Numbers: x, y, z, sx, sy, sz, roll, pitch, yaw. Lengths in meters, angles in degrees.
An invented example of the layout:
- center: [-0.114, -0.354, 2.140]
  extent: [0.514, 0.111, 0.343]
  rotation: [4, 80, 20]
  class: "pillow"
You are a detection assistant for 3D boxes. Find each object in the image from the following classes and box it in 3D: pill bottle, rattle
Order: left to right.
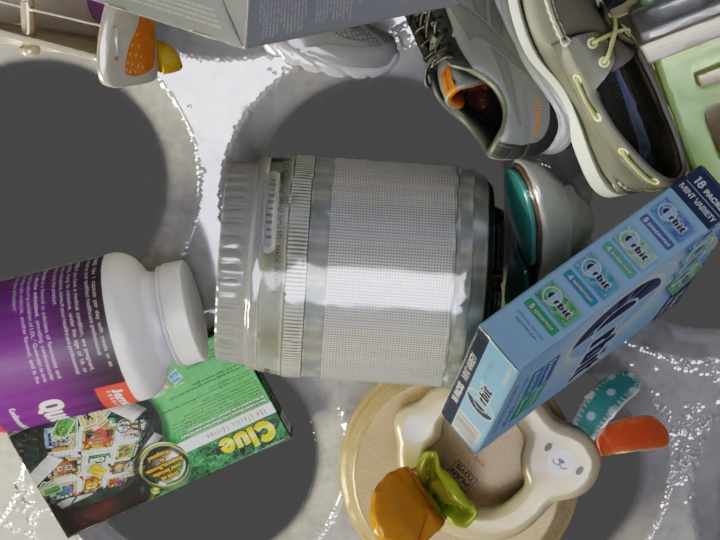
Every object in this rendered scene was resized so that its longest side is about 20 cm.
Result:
- center: [-0.218, 0.053, 1.559]
  extent: [0.199, 0.113, 0.113]
  rotation: [-13, 108, 5]
  class: "pill bottle"
- center: [0.116, 0.134, 1.509]
  extent: [0.199, 0.143, 0.131]
  rotation: [-5, 80, 14]
  class: "rattle"

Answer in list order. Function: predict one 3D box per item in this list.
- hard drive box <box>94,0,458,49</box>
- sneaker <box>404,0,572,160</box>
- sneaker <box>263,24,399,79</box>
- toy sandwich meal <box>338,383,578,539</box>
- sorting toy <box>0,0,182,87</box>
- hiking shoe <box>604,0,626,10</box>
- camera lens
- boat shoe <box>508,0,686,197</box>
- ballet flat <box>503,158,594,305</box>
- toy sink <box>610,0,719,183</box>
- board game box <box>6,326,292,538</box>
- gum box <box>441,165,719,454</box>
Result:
- center: [-0.055, -0.208, 1.346]
  extent: [0.156, 0.200, 0.077]
  rotation: [22, 117, 37]
  class: "hard drive box"
- center: [0.071, -0.159, 1.465]
  extent: [0.200, 0.079, 0.074]
  rotation: [54, 141, 20]
  class: "sneaker"
- center: [-0.057, -0.202, 1.490]
  extent: [0.200, 0.075, 0.082]
  rotation: [27, 109, -8]
  class: "sneaker"
- center: [0.077, 0.159, 1.620]
  extent: [0.204, 0.070, 0.206]
  rotation: [1, 99, 7]
  class: "toy sandwich meal"
- center: [-0.191, -0.231, 1.448]
  extent: [0.107, 0.200, 0.181]
  rotation: [-6, 108, -44]
  class: "sorting toy"
- center: [0.203, -0.271, 1.446]
  extent: [0.076, 0.101, 0.201]
  rotation: [25, 102, 24]
  class: "hiking shoe"
- center: [0.000, 0.000, 1.514]
  extent: [0.199, 0.160, 0.161]
  rotation: [4, 109, -1]
  class: "camera lens"
- center: [0.160, -0.139, 1.407]
  extent: [0.060, 0.072, 0.202]
  rotation: [0, 126, 45]
  class: "boat shoe"
- center: [0.139, -0.020, 1.527]
  extent: [0.069, 0.070, 0.200]
  rotation: [-3, 143, 2]
  class: "ballet flat"
- center: [0.256, -0.150, 1.486]
  extent: [0.130, 0.112, 0.201]
  rotation: [-20, 107, 7]
  class: "toy sink"
- center: [-0.164, 0.124, 1.630]
  extent: [0.199, 0.023, 0.105]
  rotation: [-24, 105, 9]
  class: "board game box"
- center: [0.156, 0.030, 1.453]
  extent: [0.200, 0.170, 0.045]
  rotation: [-35, 75, -20]
  class: "gum box"
